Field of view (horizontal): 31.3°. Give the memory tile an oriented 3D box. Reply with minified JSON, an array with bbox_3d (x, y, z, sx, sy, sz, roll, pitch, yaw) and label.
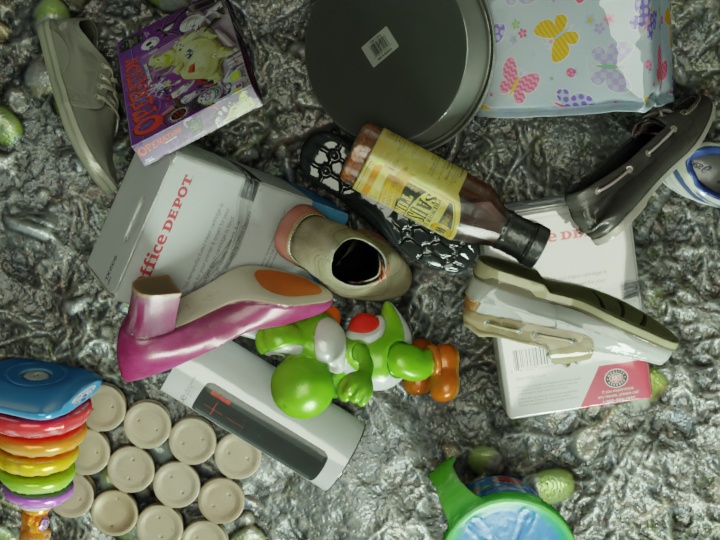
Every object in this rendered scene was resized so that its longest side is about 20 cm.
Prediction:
[{"bbox_3d":[-0.213,0.211,1.327,0.198,0.017,0.155,20,99,-3],"label":"memory tile"}]

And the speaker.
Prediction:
[{"bbox_3d":[-0.098,0.134,1.282,0.199,0.081,0.082,32,98,-5],"label":"speaker"}]

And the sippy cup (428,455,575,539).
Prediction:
[{"bbox_3d":[0.142,0.268,1.274,0.138,0.130,0.180,-5,99,2],"label":"sippy cup"}]

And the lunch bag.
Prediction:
[{"bbox_3d":[0.183,-0.231,1.195,0.198,0.127,0.171,-1,101,27],"label":"lunch bag"}]

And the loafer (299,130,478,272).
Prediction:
[{"bbox_3d":[0.030,-0.070,1.250,0.200,0.070,0.068,34,102,-7],"label":"loafer"}]

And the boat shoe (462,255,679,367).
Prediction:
[{"bbox_3d":[0.191,0.051,1.188,0.198,0.075,0.069,21,105,5],"label":"boat shoe"}]

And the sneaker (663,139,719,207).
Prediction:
[{"bbox_3d":[0.385,-0.075,1.237,0.198,0.088,0.076,14,98,-3],"label":"sneaker"}]

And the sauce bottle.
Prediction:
[{"bbox_3d":[0.079,-0.066,1.177,0.199,0.066,0.066,27,99,0],"label":"sauce bottle"}]

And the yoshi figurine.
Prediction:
[{"bbox_3d":[-0.009,0.102,1.232,0.198,0.112,0.113,10,128,-26],"label":"yoshi figurine"}]

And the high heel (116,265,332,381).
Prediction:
[{"bbox_3d":[-0.121,0.053,1.161,0.199,0.067,0.097,-5,124,-33],"label":"high heel"}]

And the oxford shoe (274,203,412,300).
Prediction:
[{"bbox_3d":[0.000,0.000,1.206,0.075,0.199,0.071,30,96,35],"label":"oxford shoe"}]

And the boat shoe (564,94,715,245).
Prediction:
[{"bbox_3d":[0.260,-0.109,1.183,0.057,0.067,0.200,47,65,-12],"label":"boat shoe"}]

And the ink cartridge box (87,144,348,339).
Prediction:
[{"bbox_3d":[-0.133,-0.028,1.207,0.199,0.084,0.146,19,102,-36],"label":"ink cartridge box"}]

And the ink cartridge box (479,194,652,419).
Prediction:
[{"bbox_3d":[0.197,0.029,1.258,0.144,0.085,0.202,-8,100,2],"label":"ink cartridge box"}]

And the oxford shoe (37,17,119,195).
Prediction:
[{"bbox_3d":[-0.254,-0.162,1.205,0.057,0.075,0.201,-19,63,-2],"label":"oxford shoe"}]

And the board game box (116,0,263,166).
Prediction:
[{"bbox_3d":[-0.161,-0.182,1.177,0.119,0.201,0.032,-30,128,7],"label":"board game box"}]

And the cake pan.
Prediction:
[{"bbox_3d":[0.029,-0.207,1.202,0.199,0.037,0.202,5,101,28],"label":"cake pan"}]

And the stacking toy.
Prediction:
[{"bbox_3d":[-0.323,0.197,1.279,0.109,0.116,0.202,9,107,15],"label":"stacking toy"}]
